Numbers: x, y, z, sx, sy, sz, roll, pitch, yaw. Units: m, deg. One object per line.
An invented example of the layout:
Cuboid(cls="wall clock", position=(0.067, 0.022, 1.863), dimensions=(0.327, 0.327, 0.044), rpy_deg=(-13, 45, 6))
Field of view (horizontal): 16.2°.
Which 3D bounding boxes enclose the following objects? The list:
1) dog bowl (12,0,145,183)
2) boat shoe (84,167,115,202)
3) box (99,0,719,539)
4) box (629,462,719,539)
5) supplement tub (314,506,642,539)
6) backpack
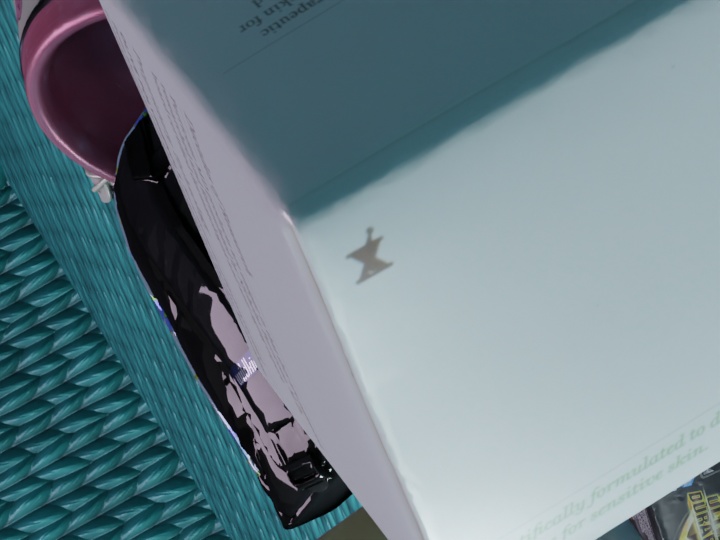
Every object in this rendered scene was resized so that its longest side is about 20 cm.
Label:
Cuboid(cls="dog bowl", position=(-0.086, -0.111, 1.296), dimensions=(0.201, 0.199, 0.074), rpy_deg=(77, -165, -55))
Cuboid(cls="boat shoe", position=(-0.127, -0.063, 1.448), dimensions=(0.072, 0.066, 0.200), rpy_deg=(3, 154, 30))
Cuboid(cls="box", position=(0.051, -0.039, 0.844), dimensions=(0.171, 0.198, 0.201), rpy_deg=(49, 165, 48))
Cuboid(cls="box", position=(0.098, 0.008, 1.105), dimensions=(0.199, 0.049, 0.201), rpy_deg=(-120, 8, -59))
Cuboid(cls="supplement tub", position=(0.066, 0.157, 1.234), dimensions=(0.145, 0.200, 0.145), rpy_deg=(54, 174, 9))
Cuboid(cls="backpack", position=(-0.030, -0.012, 1.191), dimensions=(0.200, 0.154, 0.163), rpy_deg=(45, 126, 9))
